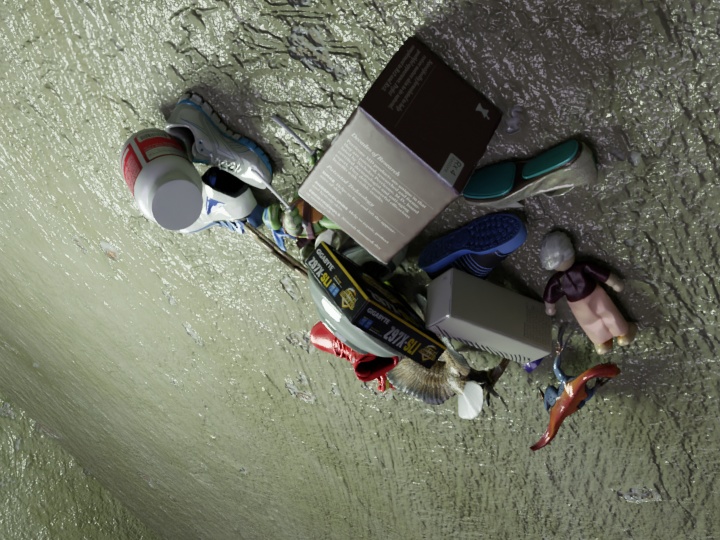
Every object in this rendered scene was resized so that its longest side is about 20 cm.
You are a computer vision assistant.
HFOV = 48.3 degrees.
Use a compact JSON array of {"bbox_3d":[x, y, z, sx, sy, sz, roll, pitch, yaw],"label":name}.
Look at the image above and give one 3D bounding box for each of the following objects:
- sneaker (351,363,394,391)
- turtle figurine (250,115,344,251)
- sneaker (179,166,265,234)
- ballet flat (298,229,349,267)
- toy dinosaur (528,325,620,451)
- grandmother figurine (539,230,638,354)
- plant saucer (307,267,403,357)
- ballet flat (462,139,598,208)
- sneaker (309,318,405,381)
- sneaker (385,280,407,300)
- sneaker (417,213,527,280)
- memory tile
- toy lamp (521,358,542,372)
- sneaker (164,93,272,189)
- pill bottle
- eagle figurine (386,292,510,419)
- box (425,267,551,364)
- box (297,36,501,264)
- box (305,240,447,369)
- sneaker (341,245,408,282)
[{"bbox_3d":[0.067,0.197,1.500,0.197,0.086,0.078,30,144,5],"label":"sneaker"},{"bbox_3d":[-0.060,-0.117,1.191,0.188,0.144,0.205,2,107,7],"label":"turtle figurine"},{"bbox_3d":[-0.259,-0.132,1.391,0.195,0.081,0.117,2,130,25],"label":"sneaker"},{"bbox_3d":[-0.067,-0.042,1.351,0.069,0.070,0.200,35,143,-4],"label":"ballet flat"},{"bbox_3d":[0.344,0.197,1.255,0.102,0.205,0.182,11,173,3],"label":"toy dinosaur"},{"bbox_3d":[0.318,0.030,1.161,0.120,0.061,0.201,-29,112,19],"label":"grandmother figurine"},{"bbox_3d":[-0.015,0.076,1.241,0.199,0.200,0.050,41,98,-6],"label":"plant saucer"},{"bbox_3d":[0.222,-0.112,1.065,0.197,0.069,0.062,-14,134,44],"label":"ballet flat"},{"bbox_3d":[-0.015,0.125,1.335,0.195,0.115,0.080,-3,109,27],"label":"sneaker"},{"bbox_3d":[0.013,0.081,1.414,0.073,0.082,0.200,38,143,-9],"label":"sneaker"},{"bbox_3d":[0.178,-0.024,1.199,0.077,0.071,0.198,37,146,-29],"label":"sneaker"},{"bbox_3d":[-0.107,-0.007,1.354,0.153,0.017,0.199,37,177,44],"label":"memory tile"},{"bbox_3d":[0.207,0.088,1.302,0.198,0.059,0.058,38,143,-5],"label":"toy lamp"},{"bbox_3d":[-0.232,-0.188,1.294,0.198,0.087,0.075,38,141,-8],"label":"sneaker"},{"bbox_3d":[-0.321,-0.147,1.308,0.200,0.111,0.114,49,166,51],"label":"pill bottle"},{"bbox_3d":[0.143,0.154,1.367,0.197,0.154,0.151,28,164,-2],"label":"eagle figurine"},{"bbox_3d":[0.196,0.072,1.213,0.196,0.084,0.068,21,150,-24],"label":"box"},{"bbox_3d":[0.049,-0.153,1.060,0.163,0.167,0.200,38,142,-6],"label":"box"},{"bbox_3d":[0.024,0.053,1.200,0.199,0.050,0.160,34,-168,-42],"label":"box"},{"bbox_3d":[0.000,0.000,1.342,0.073,0.071,0.199,40,142,-11],"label":"sneaker"}]
